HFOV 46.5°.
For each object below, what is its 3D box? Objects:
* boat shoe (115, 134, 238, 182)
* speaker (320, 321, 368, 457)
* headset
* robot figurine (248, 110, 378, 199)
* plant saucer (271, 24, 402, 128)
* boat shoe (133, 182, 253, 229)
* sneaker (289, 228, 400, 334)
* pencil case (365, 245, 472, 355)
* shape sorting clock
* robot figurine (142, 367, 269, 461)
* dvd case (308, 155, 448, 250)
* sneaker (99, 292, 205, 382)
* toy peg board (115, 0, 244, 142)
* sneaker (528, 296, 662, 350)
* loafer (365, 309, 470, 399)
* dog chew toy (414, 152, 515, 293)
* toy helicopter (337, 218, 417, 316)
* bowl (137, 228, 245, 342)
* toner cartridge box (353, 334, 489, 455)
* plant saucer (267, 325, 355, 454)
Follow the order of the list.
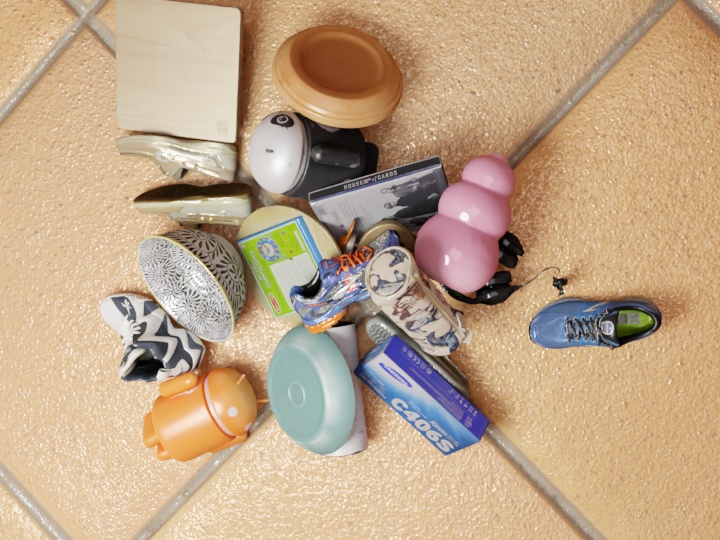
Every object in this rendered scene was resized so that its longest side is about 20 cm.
[{"bbox_3d":[-0.294,-0.177,1.331,0.197,0.072,0.066,6,94,2],"label":"boat shoe"},{"bbox_3d":[-0.036,0.182,1.311,0.080,0.081,0.203,-6,93,8],"label":"speaker"},{"bbox_3d":[0.214,-0.003,1.279,0.198,0.094,0.125,13,93,23],"label":"headset"},{"bbox_3d":[-0.069,-0.169,1.245,0.150,0.198,0.126,-47,49,43],"label":"robot figurine"},{"bbox_3d":[-0.031,-0.296,1.238,0.197,0.038,0.202,7,55,-10],"label":"plant saucer"},{"bbox_3d":[-0.265,-0.096,1.330,0.197,0.074,0.067,1,119,15],"label":"boat shoe"},{"bbox_3d":[-0.023,0.009,1.204,0.200,0.076,0.078,-41,115,13],"label":"sneaker"},{"bbox_3d":[0.081,0.045,1.165,0.088,0.200,0.079,-10,55,28],"label":"pencil case"},{"bbox_3d":[-0.108,-0.007,1.296,0.198,0.039,0.202,10,117,21],"label":"shape sorting clock"},{"bbox_3d":[-0.249,0.226,1.326,0.198,0.117,0.145,-26,89,9],"label":"robot figurine"},{"bbox_3d":[0.037,-0.096,1.252,0.197,0.151,0.025,-14,61,9],"label":"dvd case"},{"bbox_3d":[-0.356,0.110,1.315,0.198,0.129,0.080,36,113,10],"label":"sneaker"},{"bbox_3d":[-0.272,-0.320,1.318,0.197,0.098,0.202,8,110,8],"label":"toy peg board"},{"bbox_3d":[0.349,0.077,1.243,0.197,0.089,0.080,-10,91,9],"label":"sneaker"},{"bbox_3d":[0.100,0.123,1.288,0.200,0.075,0.070,44,54,-11],"label":"loafer"},{"bbox_3d":[0.159,-0.072,1.199,0.123,0.125,0.202,25,91,6],"label":"dog chew toy"},{"bbox_3d":[0.000,0.000,1.291,0.132,0.079,0.200,37,115,-17],"label":"toy helicopter"},{"bbox_3d":[-0.244,0.005,1.306,0.199,0.094,0.202,26,140,24],"label":"bowl"},{"bbox_3d":[0.091,0.192,1.270,0.200,0.043,0.095,42,141,-6],"label":"toner cartridge box"},{"bbox_3d":[-0.087,0.186,1.282,0.199,0.036,0.203,9,103,47],"label":"plant saucer"}]
